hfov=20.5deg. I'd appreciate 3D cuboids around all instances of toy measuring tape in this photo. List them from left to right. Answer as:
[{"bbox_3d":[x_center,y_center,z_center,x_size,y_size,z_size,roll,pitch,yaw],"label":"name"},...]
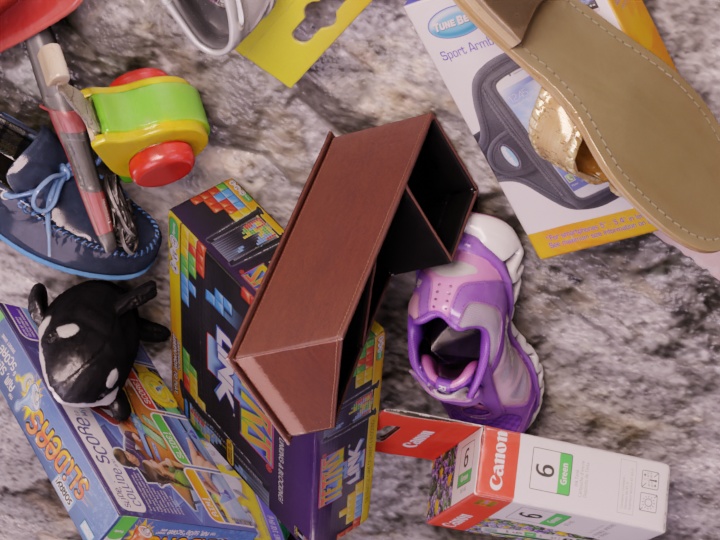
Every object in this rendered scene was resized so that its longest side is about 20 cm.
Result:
[{"bbox_3d":[-0.134,-0.099,1.196,0.073,0.074,0.200,13,167,12],"label":"toy measuring tape"}]

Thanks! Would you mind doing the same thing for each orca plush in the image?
[{"bbox_3d":[-0.155,0.039,1.327,0.071,0.200,0.106,-32,83,10],"label":"orca plush"}]

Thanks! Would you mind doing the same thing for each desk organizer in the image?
[{"bbox_3d":[0.000,0.000,1.168,0.077,0.200,0.072,-12,128,31],"label":"desk organizer"}]

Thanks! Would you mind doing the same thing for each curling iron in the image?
[{"bbox_3d":[-0.183,-0.100,1.238,0.025,0.050,0.201,-20,108,5],"label":"curling iron"}]

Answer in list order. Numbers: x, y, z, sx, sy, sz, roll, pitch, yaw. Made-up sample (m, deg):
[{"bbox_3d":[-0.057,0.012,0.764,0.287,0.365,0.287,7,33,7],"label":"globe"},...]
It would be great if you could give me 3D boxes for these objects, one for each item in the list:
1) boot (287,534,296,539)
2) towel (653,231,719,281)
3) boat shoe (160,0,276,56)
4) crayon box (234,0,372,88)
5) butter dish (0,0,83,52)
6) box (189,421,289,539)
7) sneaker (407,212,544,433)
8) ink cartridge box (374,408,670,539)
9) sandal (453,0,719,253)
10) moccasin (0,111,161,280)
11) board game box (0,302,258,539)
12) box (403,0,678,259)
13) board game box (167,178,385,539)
[{"bbox_3d":[-0.042,0.284,1.584,0.203,0.074,0.154,19,141,5],"label":"boot"},{"bbox_3d":[0.296,-0.025,1.130,0.200,0.032,0.191,34,139,-10],"label":"towel"},{"bbox_3d":[-0.106,-0.199,1.029,0.072,0.069,0.201,-2,132,26],"label":"boat shoe"},{"bbox_3d":[-0.081,-0.204,1.104,0.200,0.051,0.127,37,137,-13],"label":"crayon box"},{"bbox_3d":[-0.297,-0.177,1.150,0.199,0.148,0.200,-18,116,38],"label":"butter dish"},{"bbox_3d":[-0.153,0.144,1.509,0.199,0.048,0.118,4,135,24],"label":"box"},{"bbox_3d":[0.067,0.058,1.281,0.080,0.089,0.201,5,138,17],"label":"sneaker"},{"bbox_3d":[0.093,0.144,1.326,0.199,0.051,0.109,12,160,-12],"label":"ink cartridge box"},{"bbox_3d":[0.115,-0.089,1.057,0.212,0.078,0.070,48,151,-5],"label":"sandal"},{"bbox_3d":[-0.221,-0.060,1.301,0.199,0.081,0.068,25,135,-2],"label":"moccasin"},{"bbox_3d":[-0.167,0.109,1.342,0.135,0.200,0.034,17,120,-49],"label":"board game box"},{"bbox_3d":[0.111,-0.106,1.106,0.119,0.042,0.200,-15,118,36],"label":"box"},{"bbox_3d":[-0.059,0.066,1.315,0.165,0.057,0.201,45,149,32],"label":"board game box"}]
